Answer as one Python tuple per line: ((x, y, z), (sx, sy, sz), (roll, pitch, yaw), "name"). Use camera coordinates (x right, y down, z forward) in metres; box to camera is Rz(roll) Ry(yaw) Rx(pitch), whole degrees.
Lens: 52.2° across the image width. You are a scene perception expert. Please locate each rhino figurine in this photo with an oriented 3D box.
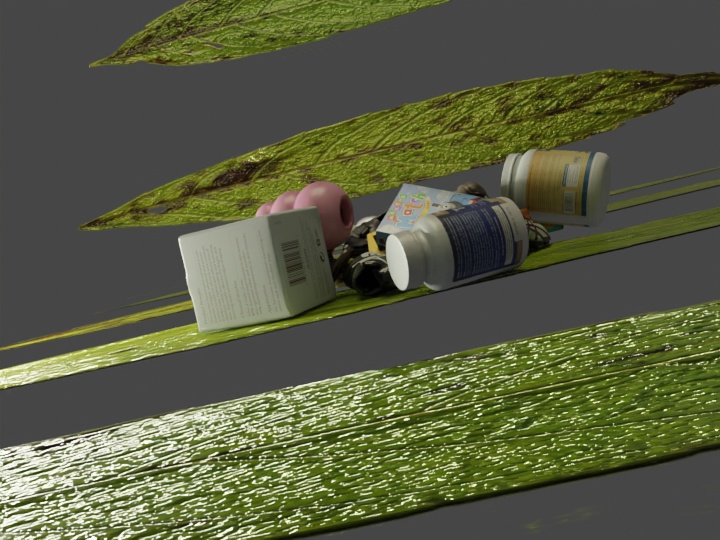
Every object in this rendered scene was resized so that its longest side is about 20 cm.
((0.222, -0.132, 1.510), (0.060, 0.087, 0.200), (-48, 0, -6), "rhino figurine")

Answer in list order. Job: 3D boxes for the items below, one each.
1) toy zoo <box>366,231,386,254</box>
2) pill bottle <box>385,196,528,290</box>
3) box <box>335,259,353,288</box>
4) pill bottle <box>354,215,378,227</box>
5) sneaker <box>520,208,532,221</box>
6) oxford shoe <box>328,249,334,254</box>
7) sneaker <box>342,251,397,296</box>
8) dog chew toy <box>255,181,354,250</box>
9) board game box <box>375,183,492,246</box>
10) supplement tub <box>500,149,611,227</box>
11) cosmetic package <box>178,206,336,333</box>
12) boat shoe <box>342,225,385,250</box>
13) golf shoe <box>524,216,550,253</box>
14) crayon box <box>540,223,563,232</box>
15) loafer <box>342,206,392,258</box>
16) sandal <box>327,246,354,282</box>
((0.093, -0.037, 1.339), (0.195, 0.021, 0.133), (-15, 43, -8), "toy zoo")
((0.141, -0.035, 1.094), (0.195, 0.114, 0.111), (-14, 5, -19), "pill bottle")
((0.000, 0.000, 1.450), (0.074, 0.051, 0.198), (-18, 6, -34), "box")
((0.032, -0.061, 1.655), (0.116, 0.123, 0.200), (-13, 5, 1), "pill bottle")
((0.284, -0.089, 1.507), (0.072, 0.087, 0.198), (-17, 5, -31), "sneaker")
((-0.144, -0.017, 1.444), (0.197, 0.073, 0.072), (-29, 30, -25), "oxford shoe")
((0.012, 0.007, 1.237), (0.089, 0.068, 0.198), (-14, 6, -34), "sneaker")
((-0.113, -0.097, 1.378), (0.195, 0.128, 0.124), (-5, 7, 24), "dog chew toy")
((0.145, -0.087, 1.341), (0.195, 0.037, 0.152), (12, 46, 22), "board game box")
((0.394, -0.168, 1.482), (0.195, 0.149, 0.144), (8, 14, 27), "supplement tub")
((-0.175, -0.004, 1.266), (0.196, 0.172, 0.166), (-10, 5, 27), "cosmetic package")
((0.009, -0.051, 1.517), (0.197, 0.062, 0.072), (15, 21, 13), "boat shoe")
((0.286, -0.075, 1.319), (0.076, 0.091, 0.199), (-11, 4, 32), "golf shoe")
((0.345, -0.102, 1.631), (0.195, 0.060, 0.119), (-12, 5, 14), "crayon box")
((0.032, -0.085, 1.446), (0.071, 0.064, 0.199), (24, 34, 29), "loafer")
((-0.066, -0.005, 1.381), (0.083, 0.054, 0.200), (-58, 10, -15), "sandal")
